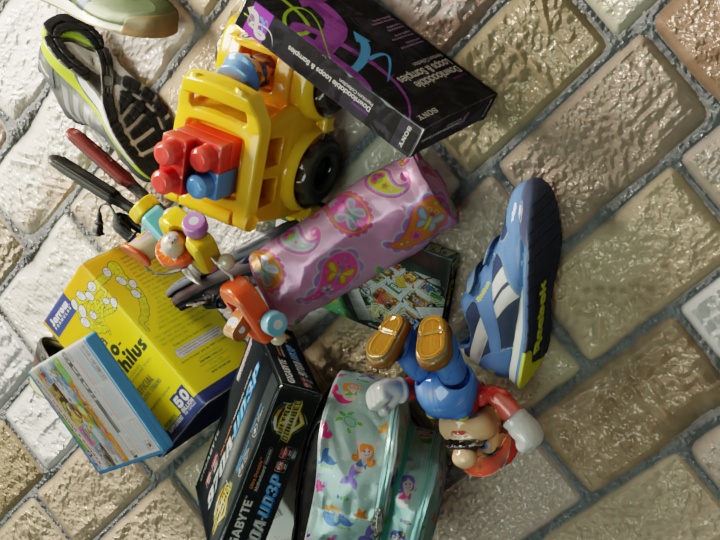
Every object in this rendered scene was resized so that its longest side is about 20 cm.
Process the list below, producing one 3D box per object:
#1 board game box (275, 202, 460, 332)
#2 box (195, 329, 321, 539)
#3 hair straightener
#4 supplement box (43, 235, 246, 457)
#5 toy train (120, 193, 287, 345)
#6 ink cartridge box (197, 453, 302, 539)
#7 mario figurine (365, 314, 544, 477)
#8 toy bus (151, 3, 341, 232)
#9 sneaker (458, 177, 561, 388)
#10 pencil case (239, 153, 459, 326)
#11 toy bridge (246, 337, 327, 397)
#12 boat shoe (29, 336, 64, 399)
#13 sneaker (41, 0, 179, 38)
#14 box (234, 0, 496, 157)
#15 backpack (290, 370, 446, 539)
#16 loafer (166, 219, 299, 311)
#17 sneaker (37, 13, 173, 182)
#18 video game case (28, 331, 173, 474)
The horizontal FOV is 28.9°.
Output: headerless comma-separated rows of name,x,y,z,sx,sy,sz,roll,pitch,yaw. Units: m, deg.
board game box,0.000,0.000,1.375,0.199,0.023,0.105,22,121,24
box,-0.105,0.172,1.385,0.046,0.159,0.201,16,106,-18
hair straightener,-0.250,-0.061,1.478,0.200,0.041,0.077,39,105,-8
supplement box,-0.223,0.079,1.500,0.200,0.109,0.109,47,127,9
toy train,-0.154,0.007,1.288,0.200,0.056,0.151,25,150,52
ink cartridge box,-0.075,0.302,1.520,0.116,0.067,0.200,-31,90,38
mario figurine,0.083,0.128,1.251,0.200,0.106,0.123,49,177,-41
toy bus,-0.113,-0.138,1.285,0.135,0.192,0.201,23,115,25
sneaker,0.131,0.009,1.262,0.082,0.074,0.201,19,118,28
pencil case,-0.008,-0.029,1.289,0.200,0.087,0.088,-33,89,12
toy bridge,-0.068,0.133,1.467,0.067,0.027,0.201,-21,94,27
boat shoe,-0.304,0.133,1.600,0.200,0.072,0.066,22,126,30
sneaker,-0.266,-0.302,1.396,0.200,0.067,0.090,25,126,27
box,0.008,-0.185,1.218,0.200,0.143,0.036,40,125,13
backpack,0.007,0.203,1.361,0.150,0.178,0.201,4,108,8
loafer,-0.124,0.012,1.410,0.200,0.072,0.063,-27,90,42
sneaker,-0.267,-0.173,1.461,0.200,0.074,0.081,54,147,3
video game case,-0.282,0.146,1.496,0.143,0.018,0.200,56,148,-6
